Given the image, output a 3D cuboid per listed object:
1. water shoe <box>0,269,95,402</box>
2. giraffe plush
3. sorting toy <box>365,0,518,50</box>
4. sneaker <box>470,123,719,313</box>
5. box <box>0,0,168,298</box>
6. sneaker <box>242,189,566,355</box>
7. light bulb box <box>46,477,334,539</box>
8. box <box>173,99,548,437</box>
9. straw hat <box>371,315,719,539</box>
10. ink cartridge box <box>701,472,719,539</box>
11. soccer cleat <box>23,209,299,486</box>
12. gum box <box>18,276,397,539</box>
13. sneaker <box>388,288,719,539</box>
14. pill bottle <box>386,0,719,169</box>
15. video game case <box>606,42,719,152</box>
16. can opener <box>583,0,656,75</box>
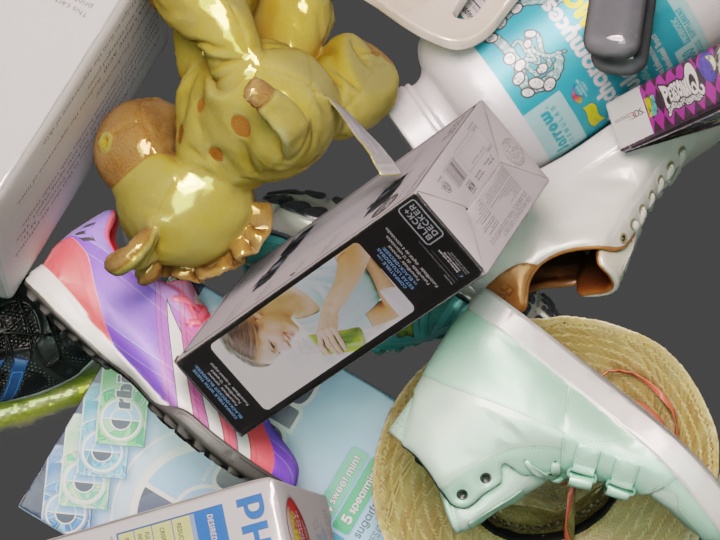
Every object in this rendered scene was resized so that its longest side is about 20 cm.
[{"bbox_3d":[-0.234,0.050,1.747,0.200,0.079,0.072,-20,87,2],"label":"water shoe"},{"bbox_3d":[-0.080,-0.073,1.665,0.162,0.172,0.200,-46,50,24],"label":"giraffe plush"},{"bbox_3d":[0.046,-0.219,1.698,0.200,0.107,0.180,-42,60,1],"label":"sorting toy"},{"bbox_3d":[0.146,-0.032,1.714,0.200,0.073,0.085,-31,72,-18],"label":"sneaker"},{"bbox_3d":[-0.242,-0.125,1.695,0.199,0.131,0.200,27,70,8],"label":"box"},{"bbox_3d":[0.025,0.014,1.750,0.200,0.078,0.080,19,108,8],"label":"sneaker"},{"bbox_3d":[-0.102,0.238,1.647,0.200,0.125,0.199,-16,78,12],"label":"light bulb box"},{"bbox_3d":[0.000,0.000,1.638,0.200,0.117,0.060,-34,101,34],"label":"box"},{"bbox_3d":[0.107,0.114,1.722,0.201,0.085,0.201,0,99,1],"label":"straw hat"},{"bbox_3d":[0.275,0.124,1.699,0.145,0.048,0.200,17,87,-34],"label":"ink cartridge box"},{"bbox_3d":[-0.102,0.050,1.706,0.200,0.068,0.073,41,84,7],"label":"soccer cleat"},{"bbox_3d":[-0.073,0.118,1.754,0.200,0.045,0.170,30,89,3],"label":"gum box"},{"bbox_3d":[0.112,0.116,1.640,0.200,0.074,0.118,38,91,5],"label":"sneaker"},{"bbox_3d":[0.111,-0.127,1.721,0.200,0.111,0.111,-36,87,1],"label":"pill bottle"},{"bbox_3d":[0.263,-0.123,1.645,0.200,0.181,0.036,-17,86,-24],"label":"video game case"},{"bbox_3d":[0.171,-0.207,1.644,0.067,0.053,0.200,6,76,15],"label":"can opener"}]
